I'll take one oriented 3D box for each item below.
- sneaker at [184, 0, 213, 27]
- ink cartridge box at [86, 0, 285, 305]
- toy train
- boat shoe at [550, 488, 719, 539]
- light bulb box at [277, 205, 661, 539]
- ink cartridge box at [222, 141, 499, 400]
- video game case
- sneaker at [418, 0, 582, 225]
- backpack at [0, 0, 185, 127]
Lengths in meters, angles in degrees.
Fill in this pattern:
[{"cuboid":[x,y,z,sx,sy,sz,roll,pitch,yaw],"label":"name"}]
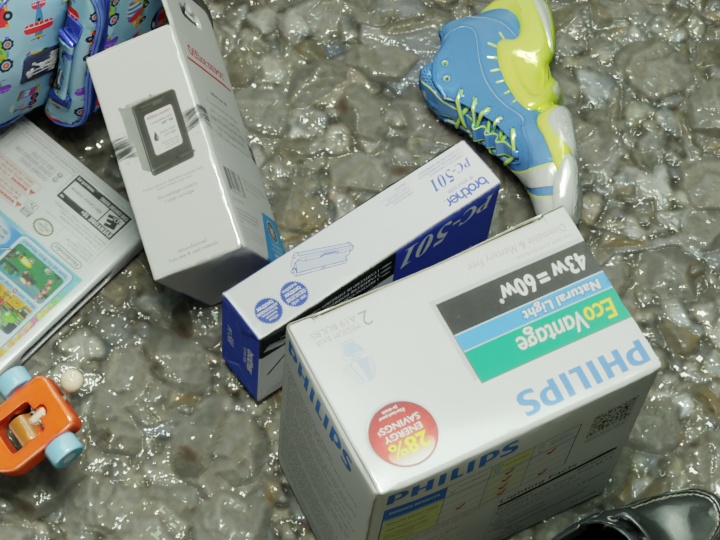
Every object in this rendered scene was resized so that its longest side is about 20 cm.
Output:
[{"cuboid":[-0.168,-0.246,1.543,0.080,0.074,0.200,-32,73,-32],"label":"sneaker"},{"cuboid":[-0.120,-0.087,1.408,0.066,0.116,0.201,-21,76,11],"label":"ink cartridge box"},{"cuboid":[-0.269,0.075,1.356,0.150,0.056,0.200,-43,73,0],"label":"toy train"},{"cuboid":[0.157,0.190,1.336,0.198,0.066,0.075,-22,65,-15],"label":"boat shoe"},{"cuboid":[0.060,0.089,1.307,0.197,0.200,0.125,-23,66,-16],"label":"light bulb box"},{"cuboid":[0.000,0.000,1.402,0.199,0.094,0.044,-34,69,-19],"label":"ink cartridge box"},{"cuboid":[-0.274,-0.028,1.446,0.200,0.024,0.182,38,66,14],"label":"video game case"},{"cuboid":[0.098,-0.106,1.496,0.104,0.076,0.201,-9,55,4],"label":"sneaker"},{"cuboid":[-0.225,-0.178,1.420,0.134,0.183,0.200,39,48,15],"label":"backpack"}]
